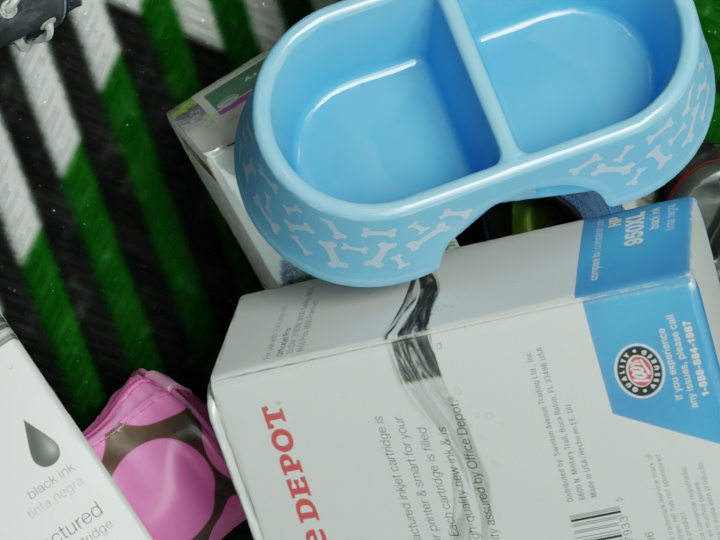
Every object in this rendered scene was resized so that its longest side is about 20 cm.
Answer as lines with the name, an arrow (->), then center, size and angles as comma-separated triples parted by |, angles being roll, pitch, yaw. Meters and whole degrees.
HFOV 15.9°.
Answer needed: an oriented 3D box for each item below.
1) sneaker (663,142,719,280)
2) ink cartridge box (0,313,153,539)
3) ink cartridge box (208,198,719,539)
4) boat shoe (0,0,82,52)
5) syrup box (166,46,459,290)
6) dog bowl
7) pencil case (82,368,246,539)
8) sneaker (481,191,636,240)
sneaker -> 0.223, -0.005, 1.200 | 0.199, 0.098, 0.071 | 25, 106, -15
ink cartridge box -> -0.189, 0.081, 1.037 | 0.144, 0.084, 0.201 | -34, 81, -9
ink cartridge box -> 0.056, 0.069, 1.048 | 0.198, 0.084, 0.146 | -12, 113, 13
boat shoe -> -0.146, -0.120, 1.055 | 0.068, 0.072, 0.201 | 32, 86, -24
syrup box -> 0.000, 0.000, 1.134 | 0.078, 0.081, 0.201 | -31, 113, -6
dog bowl -> 0.045, -0.070, 1.013 | 0.199, 0.050, 0.112 | -19, 70, -6
pencil case -> -0.141, 0.122, 1.117 | 0.199, 0.091, 0.094 | -37, 117, -9
sneaker -> 0.105, 0.039, 1.134 | 0.078, 0.089, 0.201 | -35, 75, 27
